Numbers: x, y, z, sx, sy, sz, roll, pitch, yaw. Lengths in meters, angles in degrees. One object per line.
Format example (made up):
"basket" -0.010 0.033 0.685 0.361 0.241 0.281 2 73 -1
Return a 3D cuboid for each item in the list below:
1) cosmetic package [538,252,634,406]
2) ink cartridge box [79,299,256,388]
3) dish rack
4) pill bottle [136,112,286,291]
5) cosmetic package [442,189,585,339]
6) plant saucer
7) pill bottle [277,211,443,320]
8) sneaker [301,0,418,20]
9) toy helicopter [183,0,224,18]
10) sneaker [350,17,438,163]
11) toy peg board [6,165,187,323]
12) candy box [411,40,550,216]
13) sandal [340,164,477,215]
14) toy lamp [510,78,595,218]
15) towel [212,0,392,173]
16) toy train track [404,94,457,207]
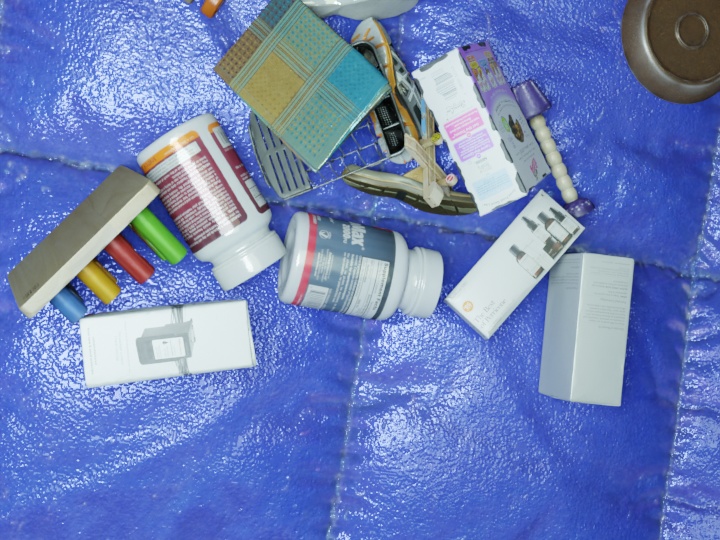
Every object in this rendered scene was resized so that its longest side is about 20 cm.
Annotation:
"cosmetic package" 0.308 0.079 1.351 0.080 0.113 0.203 5 90 -12
"ink cartridge box" -0.236 0.085 1.207 0.198 0.145 0.084 -6 90 -13
"dish rack" -0.048 -0.185 1.264 0.198 0.055 0.155 -21 82 8
"pill bottle" -0.183 -0.084 1.236 0.114 0.114 0.201 -32 96 -11
"cosmetic package" 0.208 -0.008 1.339 0.082 0.051 0.200 41 88 6
"plant saucer" 0.476 -0.346 1.430 0.198 0.034 0.203 0 90 -14
"pill bottle" 0.000 0.000 1.275 0.198 0.120 0.121 11 87 -13
"sneaker" -0.020 -0.382 1.300 0.197 0.075 0.090 -4 79 -12
"toy helicopter" -0.166 -0.422 1.231 0.079 0.132 0.201 35 82 -10
"sneaker" 0.043 -0.241 1.316 0.077 0.078 0.202 -16 87 -43
"toy peg board" -0.308 -0.014 1.174 0.199 0.200 0.098 -46 114 -9
"candy box" 0.162 -0.189 1.279 0.071 0.168 0.202 -25 94 25
"sandal" 0.073 -0.118 1.318 0.198 0.080 0.055 15 79 -8
"toy lamp" 0.262 -0.168 1.369 0.058 0.058 0.202 -25 96 -12
"towel" -0.074 -0.241 1.237 0.200 0.022 0.147 44 95 14
"toy train track" 0.097 -0.173 1.257 0.115 0.032 0.202 41 41 -46
